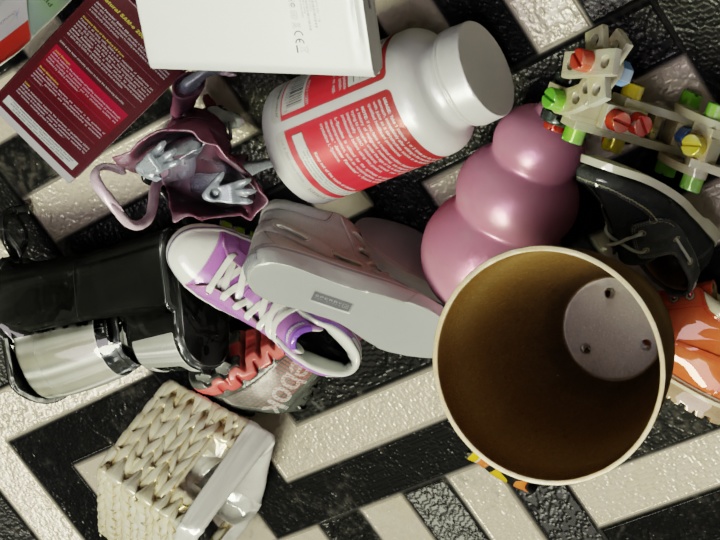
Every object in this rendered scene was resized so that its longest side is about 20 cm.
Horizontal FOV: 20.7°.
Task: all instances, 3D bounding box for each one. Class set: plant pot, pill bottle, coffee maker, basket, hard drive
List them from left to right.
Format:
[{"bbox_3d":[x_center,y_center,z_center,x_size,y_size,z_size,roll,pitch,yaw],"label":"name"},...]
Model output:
[{"bbox_3d":[-0.238,0.019,1.855,0.200,0.135,0.192,-14,103,23],"label":"coffee maker"},{"bbox_3d":[-0.175,0.212,1.921,0.123,0.136,0.200,33,153,9],"label":"basket"},{"bbox_3d":[-0.086,-0.221,1.572,0.200,0.026,0.132,5,123,22],"label":"hard drive"},{"bbox_3d":[0.024,-0.137,1.667,0.200,0.112,0.112,-20,111,32],"label":"pill bottle"},{"bbox_3d":[0.180,0.063,1.597,0.186,0.200,0.187,3,97,23],"label":"plant pot"}]

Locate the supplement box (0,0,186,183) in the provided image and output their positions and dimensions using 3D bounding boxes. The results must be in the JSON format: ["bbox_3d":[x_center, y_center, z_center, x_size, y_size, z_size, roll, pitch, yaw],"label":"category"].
[{"bbox_3d":[-0.235,-0.181,1.781,0.109,0.061,0.200,46,127,-9],"label":"supplement box"}]

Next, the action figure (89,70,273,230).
[{"bbox_3d":[-0.140,-0.098,1.713,0.149,0.200,0.134,-30,111,6],"label":"action figure"}]

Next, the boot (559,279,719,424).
[{"bbox_3d":[0.259,0.040,1.716,0.200,0.075,0.107,29,109,10],"label":"boot"}]

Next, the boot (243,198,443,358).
[{"bbox_3d":[0.000,0.000,1.703,0.200,0.096,0.074,23,136,-13],"label":"boot"}]

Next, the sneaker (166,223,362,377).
[{"bbox_3d":[-0.080,0.026,1.734,0.200,0.114,0.073,31,94,-9],"label":"sneaker"}]

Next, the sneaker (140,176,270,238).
[{"bbox_3d":[-0.131,-0.045,1.808,0.200,0.083,0.072,43,127,-7],"label":"sneaker"}]

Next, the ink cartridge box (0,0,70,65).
[{"bbox_3d":[-0.338,-0.197,1.727,0.160,0.200,0.047,-29,106,34],"label":"ink cartridge box"}]

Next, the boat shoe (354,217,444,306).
[{"bbox_3d":[0.071,0.026,1.775,0.200,0.074,0.065,32,123,3],"label":"boat shoe"}]

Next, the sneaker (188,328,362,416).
[{"bbox_3d":[-0.061,0.082,1.870,0.200,0.071,0.098,-26,125,22],"label":"sneaker"}]

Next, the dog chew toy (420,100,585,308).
[{"bbox_3d":[0.130,-0.054,1.675,0.124,0.125,0.200,25,119,6],"label":"dog chew toy"}]

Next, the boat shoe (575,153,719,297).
[{"bbox_3d":[0.231,-0.037,1.604,0.072,0.068,0.200,23,173,39],"label":"boat shoe"}]

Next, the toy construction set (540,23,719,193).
[{"bbox_3d":[0.221,-0.122,1.568,0.200,0.131,0.092,29,94,-34],"label":"toy construction set"}]

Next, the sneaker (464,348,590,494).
[{"bbox_3d":[0.181,0.137,1.801,0.090,0.070,0.200,37,136,-7],"label":"sneaker"}]
